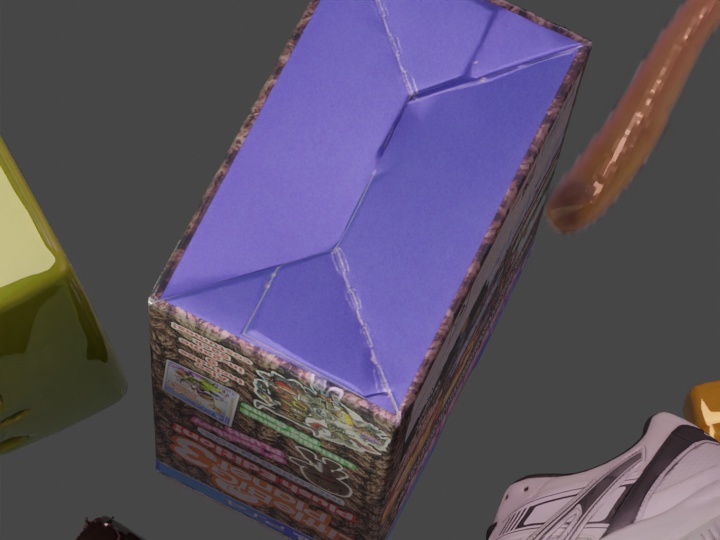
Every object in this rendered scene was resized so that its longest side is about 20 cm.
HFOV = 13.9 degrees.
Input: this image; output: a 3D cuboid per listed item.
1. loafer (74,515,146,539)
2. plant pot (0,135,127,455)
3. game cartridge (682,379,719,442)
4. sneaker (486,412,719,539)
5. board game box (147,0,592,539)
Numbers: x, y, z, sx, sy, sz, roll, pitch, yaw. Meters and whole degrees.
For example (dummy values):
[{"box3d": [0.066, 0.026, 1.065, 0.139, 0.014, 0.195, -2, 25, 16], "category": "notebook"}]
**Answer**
[{"box3d": [-0.147, 0.163, 1.103, 0.199, 0.073, 0.071, -32, 64, -17], "category": "loafer"}, {"box3d": [-0.215, -0.012, 1.094, 0.181, 0.199, 0.201, -30, 76, -7], "category": "plant pot"}, {"box3d": [0.232, 0.128, 1.157, 0.175, 0.032, 0.201, -9, 72, -7], "category": "game cartridge"}, {"box3d": [0.065, 0.129, 1.134, 0.199, 0.076, 0.088, -29, 46, -5], "category": "sneaker"}, {"box3d": [0.000, 0.000, 1.096, 0.096, 0.200, 0.160, 25, 70, 6], "category": "board game box"}]
